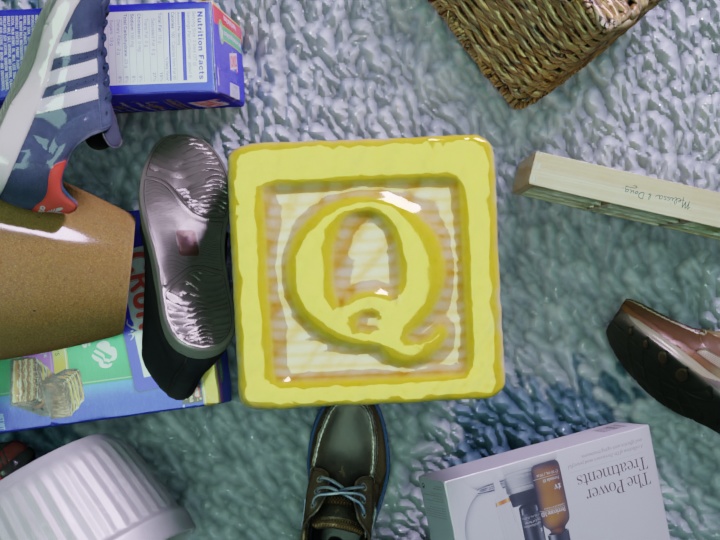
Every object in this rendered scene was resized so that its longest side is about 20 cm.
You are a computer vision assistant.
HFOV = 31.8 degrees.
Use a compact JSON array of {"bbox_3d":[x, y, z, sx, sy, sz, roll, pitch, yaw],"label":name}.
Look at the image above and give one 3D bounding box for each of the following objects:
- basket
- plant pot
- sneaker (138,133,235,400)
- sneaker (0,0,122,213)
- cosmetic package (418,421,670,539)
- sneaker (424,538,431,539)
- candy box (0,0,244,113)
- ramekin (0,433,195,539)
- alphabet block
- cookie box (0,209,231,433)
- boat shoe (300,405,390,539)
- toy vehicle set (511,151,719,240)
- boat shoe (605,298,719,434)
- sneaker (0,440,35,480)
[{"bbox_3d":[0.148,-0.268,1.063,0.143,0.149,0.200,-38,89,-32],"label":"basket"},{"bbox_3d":[-0.275,-0.008,0.958,0.199,0.186,0.187,6,90,-11],"label":"plant pot"},{"bbox_3d":[-0.148,-0.004,0.999,0.074,0.106,0.201,6,59,-20],"label":"sneaker"},{"bbox_3d":[-0.201,-0.134,0.909,0.084,0.075,0.201,24,84,-23],"label":"sneaker"},{"bbox_3d":[0.157,0.219,1.032,0.199,0.052,0.151,-11,92,-24],"label":"cosmetic package"},{"bbox_3d":[0.069,0.312,1.056,0.088,0.081,0.201,-15,107,-25],"label":"sneaker"},{"bbox_3d":[-0.201,-0.167,1.021,0.199,0.169,0.077,-1,93,1],"label":"candy box"},{"bbox_3d":[-0.243,0.217,1.014,0.200,0.200,0.105,-33,80,2],"label":"ramekin"},{"bbox_3d":[0.000,0.000,0.992,0.195,0.200,0.196,-4,90,-3],"label":"alphabet block"},{"bbox_3d":[-0.220,0.041,1.068,0.199,0.075,0.172,-8,88,1],"label":"cookie box"},{"bbox_3d":[-0.014,0.200,1.063,0.072,0.072,0.201,4,90,2],"label":"boat shoe"},{"bbox_3d":[0.228,-0.057,1.029,0.199,0.124,0.027,13,90,2],"label":"toy vehicle set"},{"bbox_3d":[0.301,0.088,1.060,0.200,0.076,0.074,37,63,10],"label":"boat shoe"},{"bbox_3d":[-0.374,0.182,1.075,0.200,0.071,0.098,-26,92,3],"label":"sneaker"}]
